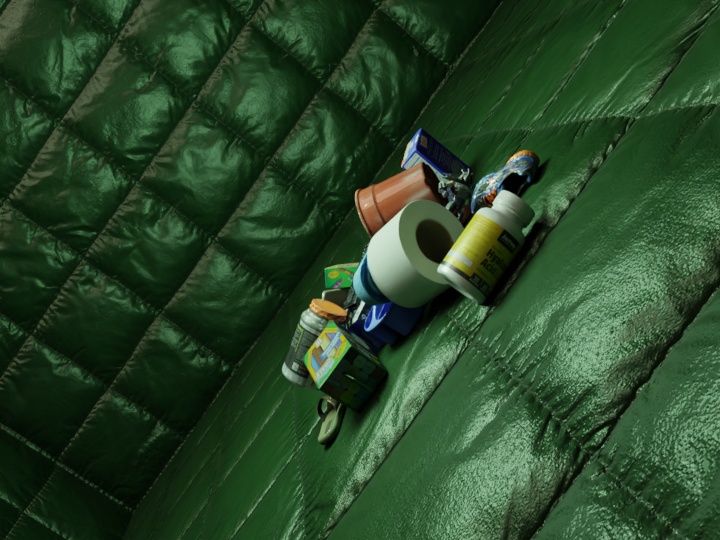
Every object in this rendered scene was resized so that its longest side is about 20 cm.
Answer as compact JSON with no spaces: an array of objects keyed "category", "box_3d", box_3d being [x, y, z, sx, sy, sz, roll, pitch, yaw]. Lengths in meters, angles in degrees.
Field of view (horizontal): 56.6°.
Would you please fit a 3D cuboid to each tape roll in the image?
[{"category":"tape roll","box_3d":[0.131,-0.036,1.495,0.139,0.201,0.204,-38,18,50]}]

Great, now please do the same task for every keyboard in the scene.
[{"category":"keyboard","box_3d":[0.000,0.000,1.748,0.103,0.039,0.203,-25,41,53]}]

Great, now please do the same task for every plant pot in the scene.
[{"category":"plant pot","box_3d":[0.119,-0.168,1.739,0.193,0.202,0.202,-28,20,21]}]

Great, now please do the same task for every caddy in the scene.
[{"category":"caddy","box_3d":[0.080,0.078,1.612,0.141,0.104,0.202,-40,17,48]}]

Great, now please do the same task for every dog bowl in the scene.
[{"category":"dog bowl","box_3d":[0.049,-0.002,1.550,0.049,0.111,0.202,-34,22,48]}]

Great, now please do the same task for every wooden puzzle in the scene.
[{"category":"wooden puzzle","box_3d":[-0.107,0.134,1.852,0.202,0.037,0.184,-59,-21,17]}]

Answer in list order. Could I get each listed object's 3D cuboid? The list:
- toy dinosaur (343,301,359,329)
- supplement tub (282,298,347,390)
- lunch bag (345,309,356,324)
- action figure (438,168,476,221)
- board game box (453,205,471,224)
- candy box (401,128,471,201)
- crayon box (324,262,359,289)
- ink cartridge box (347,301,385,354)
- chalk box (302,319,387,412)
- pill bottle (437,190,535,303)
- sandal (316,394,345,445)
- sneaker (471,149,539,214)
[{"category":"toy dinosaur","box_3d":[-0.055,0.173,1.793,0.181,0.104,0.202,-39,-39,-24]},{"category":"supplement tub","box_3d":[-0.110,0.183,1.667,0.123,0.120,0.204,-104,34,-76]},{"category":"lunch bag","box_3d":[-0.002,0.125,1.913,0.162,0.075,0.200,-58,11,-2]},{"category":"action figure","box_3d":[0.236,-0.154,1.630,0.069,0.128,0.204,162,128,-79]},{"category":"board game box","box_3d":[0.208,-0.106,1.799,0.154,0.040,0.200,-55,11,-5]},{"category":"candy box","box_3d":[0.218,-0.290,1.895,0.077,0.199,0.170,-45,13,31]},{"category":"crayon box","box_3d":[-0.026,0.012,1.917,0.200,0.116,0.060,-23,-72,-80]},{"category":"ink cartridge box","box_3d":[0.042,0.113,1.687,0.039,0.099,0.202,-37,21,54]},{"category":"chalk box","box_3d":[-0.032,0.227,1.530,0.125,0.124,0.200,-52,25,4]},{"category":"pill bottle","box_3d":[0.245,-0.048,1.281,0.202,0.110,0.111,-55,11,-2]},{"category":"sandal","box_3d":[-0.075,0.335,1.621,0.080,0.057,0.202,-49,12,23]},{"category":"sneaker","box_3d":[0.317,-0.185,1.501,0.200,0.075,0.079,-47,16,40]}]
